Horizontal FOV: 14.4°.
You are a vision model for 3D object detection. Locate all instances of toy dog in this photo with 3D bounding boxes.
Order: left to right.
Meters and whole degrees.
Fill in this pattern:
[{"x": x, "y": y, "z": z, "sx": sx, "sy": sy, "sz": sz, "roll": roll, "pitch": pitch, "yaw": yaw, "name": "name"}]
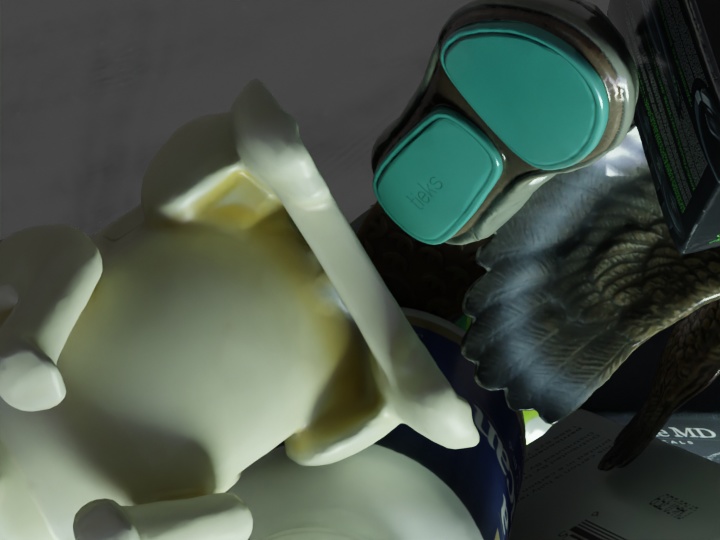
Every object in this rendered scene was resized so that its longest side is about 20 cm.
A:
[{"x": -0.092, "y": 0.035, "z": 0.965, "sx": 0.199, "sy": 0.140, "sz": 0.194, "roll": -32, "pitch": -160, "yaw": -5, "name": "toy dog"}]

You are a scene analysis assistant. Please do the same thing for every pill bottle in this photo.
[{"x": -0.002, "y": 0.099, "z": 1.053, "sx": 0.111, "sy": 0.111, "sz": 0.200, "roll": -20, "pitch": -163, "yaw": 17, "name": "pill bottle"}]

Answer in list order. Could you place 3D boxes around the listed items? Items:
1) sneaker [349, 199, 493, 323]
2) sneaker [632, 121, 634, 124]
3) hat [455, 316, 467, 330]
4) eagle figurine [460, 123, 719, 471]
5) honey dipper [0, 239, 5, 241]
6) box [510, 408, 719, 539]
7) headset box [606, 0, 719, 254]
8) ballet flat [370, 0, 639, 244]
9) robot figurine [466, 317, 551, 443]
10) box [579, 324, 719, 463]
[{"x": 0.028, "y": -0.014, "z": 1.159, "sx": 0.200, "sy": 0.067, "sz": 0.090, "roll": -48, "pitch": -169, "yaw": 34, "name": "sneaker"}, {"x": 0.189, "y": -0.058, "z": 1.174, "sx": 0.087, "sy": 0.075, "sz": 0.200, "roll": -36, "pitch": 164, "yaw": 34, "name": "sneaker"}, {"x": 0.001, "y": 0.108, "z": 1.352, "sx": 0.165, "sy": 0.177, "sz": 0.200, "roll": -9, "pitch": -178, "yaw": 5, "name": "hat"}, {"x": 0.152, "y": 0.000, "z": 1.081, "sx": 0.199, "sy": 0.152, "sz": 0.151, "roll": -11, "pitch": -161, "yaw": 29, "name": "eagle figurine"}, {"x": -0.157, "y": 0.005, "z": 1.000, "sx": 0.038, "sy": 0.038, "sz": 0.200, "roll": -23, "pitch": 167, "yaw": 27, "name": "honey dipper"}, {"x": 0.075, "y": 0.172, "z": 1.150, "sx": 0.198, "sy": 0.131, "sz": 0.200, "roll": -29, "pitch": -164, "yaw": -15, "name": "box"}, {"x": 0.177, "y": -0.084, "z": 0.922, "sx": 0.173, "sy": 0.093, "sz": 0.200, "roll": -17, "pitch": 171, "yaw": -2, "name": "headset box"}, {"x": 0.056, "y": -0.063, "z": 0.968, "sx": 0.064, "sy": 0.067, "sz": 0.200, "roll": -43, "pitch": -179, "yaw": -22, "name": "ballet flat"}, {"x": 0.070, "y": 0.074, "z": 1.477, "sx": 0.175, "sy": 0.116, "sz": 0.200, "roll": 20, "pitch": 144, "yaw": 1, "name": "robot figurine"}, {"x": 0.216, "y": 0.052, "z": 1.345, "sx": 0.196, "sy": 0.118, "sz": 0.200, "roll": -1, "pitch": 156, "yaw": 30, "name": "box"}]
